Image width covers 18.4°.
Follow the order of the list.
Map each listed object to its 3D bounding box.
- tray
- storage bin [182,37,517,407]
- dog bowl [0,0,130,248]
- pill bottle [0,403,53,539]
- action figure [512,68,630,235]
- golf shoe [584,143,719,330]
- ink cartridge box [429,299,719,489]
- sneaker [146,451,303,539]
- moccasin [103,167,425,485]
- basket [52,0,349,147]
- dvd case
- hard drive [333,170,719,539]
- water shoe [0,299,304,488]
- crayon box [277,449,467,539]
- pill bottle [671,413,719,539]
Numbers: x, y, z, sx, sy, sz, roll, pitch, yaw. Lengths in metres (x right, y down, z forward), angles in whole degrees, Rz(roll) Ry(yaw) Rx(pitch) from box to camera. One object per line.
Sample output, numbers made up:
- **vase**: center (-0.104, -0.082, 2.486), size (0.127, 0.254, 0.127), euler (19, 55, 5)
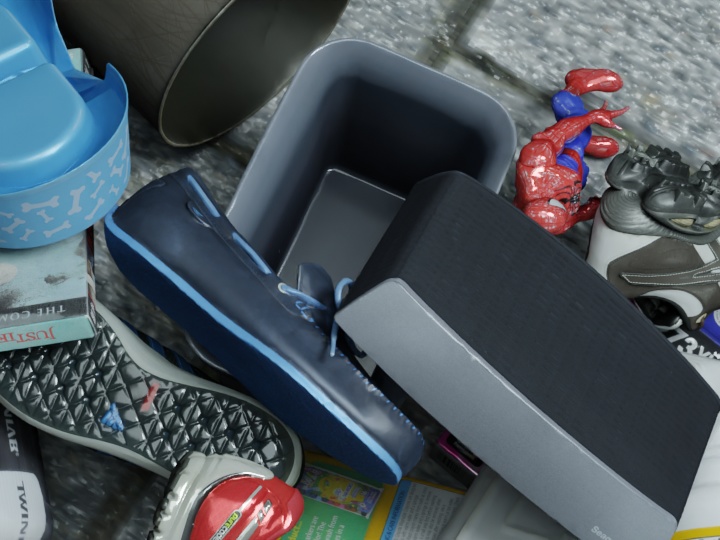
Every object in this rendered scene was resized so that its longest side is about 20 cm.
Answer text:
- **tray**: center (0.116, 0.102, 1.164), size (0.107, 0.022, 0.200), euler (14, 49, 29)
- **storage bin**: center (0.000, 0.000, 1.215), size (0.145, 0.134, 0.200), euler (23, 72, 3)
- **dog bowl**: center (-0.187, -0.083, 1.140), size (0.111, 0.050, 0.200), euler (-28, 45, -15)
- **pill bottle**: center (-0.222, 0.099, 1.177), size (0.106, 0.106, 0.200), euler (-11, 72, -8)
- **action figure**: center (0.115, -0.059, 1.218), size (0.052, 0.200, 0.066), euler (12, 114, 13)
- **golf shoe**: center (0.194, -0.012, 1.250), size (0.078, 0.200, 0.095), euler (43, 115, 43)
- **ink cartridge box**: center (0.138, 0.060, 1.260), size (0.095, 0.037, 0.200), euler (39, 71, 9)
- **sneaker**: center (-0.075, 0.190, 1.084), size (0.085, 0.077, 0.200), euler (15, 101, 2)
- **moccasin**: center (-0.038, 0.020, 1.093), size (0.200, 0.080, 0.068), euler (43, 69, 9)
- **basket**: center (-0.128, -0.187, 1.268), size (0.200, 0.136, 0.180), euler (39, 39, 15)
- **dvd case**: center (-0.211, -0.034, 1.157), size (0.146, 0.022, 0.200), euler (-8, 49, 1)
- **hard drive**: center (0.091, 0.045, 1.097), size (0.200, 0.042, 0.135), euler (41, 41, -8)
- **water shoe**: center (-0.122, 0.068, 1.154), size (0.200, 0.079, 0.072), euler (31, 84, 8)
- **crayon box**: center (0.016, 0.168, 1.169), size (0.200, 0.052, 0.126), euler (15, 41, 6)
- **pill bottle**: center (0.205, 0.182, 1.187), size (0.104, 0.104, 0.200), euler (1, 71, -4)
